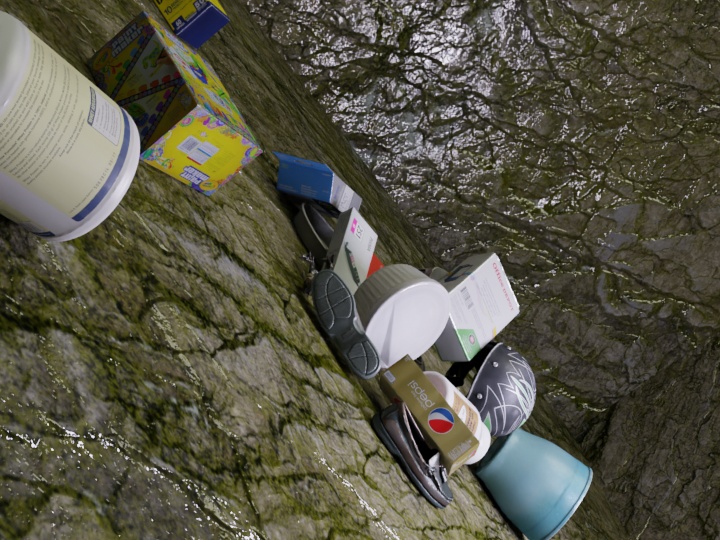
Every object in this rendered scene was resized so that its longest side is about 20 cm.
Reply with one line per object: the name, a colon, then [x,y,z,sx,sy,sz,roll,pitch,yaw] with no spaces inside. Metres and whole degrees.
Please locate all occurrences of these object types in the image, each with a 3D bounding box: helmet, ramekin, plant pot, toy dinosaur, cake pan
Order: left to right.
toy dinosaur: [-0.070,0.013,1.637,0.199,0.047,0.090,19,54,-64]
cake pan: [-0.076,-0.054,1.872,0.201,0.037,0.201,52,11,-14]
ramekin: [0.066,0.080,1.677,0.094,0.202,0.202,46,3,41]
helmet: [0.268,0.244,1.812,0.189,0.202,0.200,4,-34,48]
plant pot: [0.351,0.436,1.851,0.187,0.201,0.200,38,10,4]

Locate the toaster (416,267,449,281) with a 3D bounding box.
toaster: [0.144,0.076,1.914,0.198,0.120,0.180,27,-18,-34]

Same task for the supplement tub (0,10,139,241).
supplement tub: [-0.307,-0.131,0.769,0.200,0.144,0.146,42,15,-50]

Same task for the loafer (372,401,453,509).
loafer: [0.099,0.303,1.441,0.201,0.063,0.072,52,12,-12]

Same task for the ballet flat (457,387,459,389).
ballet flat: [0.197,0.275,1.976,0.068,0.062,0.200,54,10,-1]

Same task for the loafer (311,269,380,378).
loafer: [-0.030,0.098,1.517,0.202,0.071,0.063,63,-10,13]

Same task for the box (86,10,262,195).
box: [-0.279,-0.249,1.342,0.194,0.121,0.200,58,12,22]

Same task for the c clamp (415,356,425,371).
c clamp: [0.091,0.145,2.018,0.201,0.027,0.171,54,10,-3]

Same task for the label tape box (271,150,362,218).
label tape box: [-0.101,-0.177,1.893,0.142,0.064,0.200,17,-9,27]

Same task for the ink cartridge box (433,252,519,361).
ink cartridge box: [0.224,0.074,1.812,0.199,0.087,0.147,-36,107,-37]

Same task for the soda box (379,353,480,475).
soda box: [0.116,0.247,1.508,0.201,0.064,0.068,51,-18,23]

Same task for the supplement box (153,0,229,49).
supplement box: [-0.411,-0.634,2.027,0.201,0.108,0.109,56,10,12]

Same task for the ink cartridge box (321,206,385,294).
ink cartridge box: [0.000,0.000,1.805,0.174,0.043,0.202,48,39,-29]

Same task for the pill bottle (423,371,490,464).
pill bottle: [0.162,0.283,1.648,0.200,0.114,0.115,45,13,-42]
